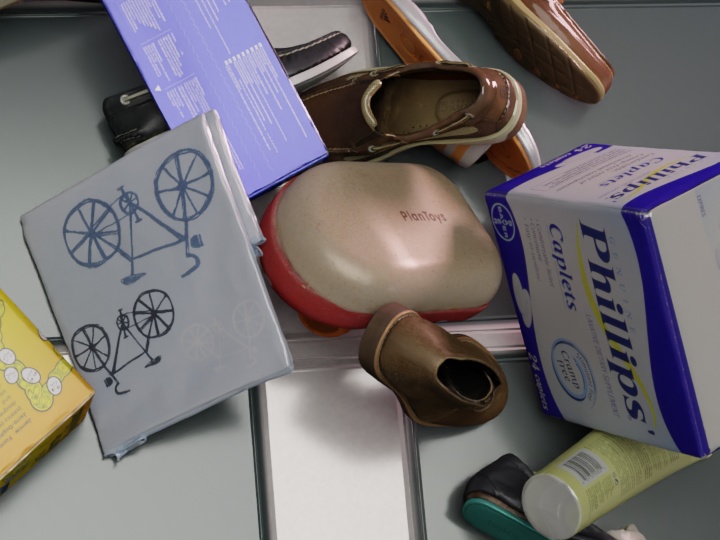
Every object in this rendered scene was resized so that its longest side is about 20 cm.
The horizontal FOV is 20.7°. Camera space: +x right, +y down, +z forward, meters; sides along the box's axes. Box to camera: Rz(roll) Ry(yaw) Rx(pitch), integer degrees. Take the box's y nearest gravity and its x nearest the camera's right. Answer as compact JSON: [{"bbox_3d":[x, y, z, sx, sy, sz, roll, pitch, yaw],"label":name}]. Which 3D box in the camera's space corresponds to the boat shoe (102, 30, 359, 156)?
[{"bbox_3d":[-0.097,-0.143,1.482,0.199,0.076,0.061,-27,89,-17],"label":"boat shoe"}]

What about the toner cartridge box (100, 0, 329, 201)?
[{"bbox_3d":[-0.110,-0.148,1.427,0.095,0.043,0.201,-27,88,-5],"label":"toner cartridge box"}]

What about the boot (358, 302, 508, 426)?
[{"bbox_3d":[0.071,0.083,1.405,0.075,0.200,0.074,26,87,29],"label":"boot"}]

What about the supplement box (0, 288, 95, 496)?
[{"bbox_3d":[-0.293,0.057,1.375,0.109,0.109,0.200,-42,88,-17],"label":"supplement box"}]

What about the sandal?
[{"bbox_3d":[0.055,-0.132,1.515,0.059,0.079,0.207,-38,78,-16],"label":"sandal"}]

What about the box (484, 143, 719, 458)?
[{"bbox_3d":[0.201,0.016,1.407,0.105,0.200,0.185,-24,106,-26],"label":"box"}]

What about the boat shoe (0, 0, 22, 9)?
[{"bbox_3d":[-0.231,-0.239,1.429,0.199,0.065,0.072,-21,81,-16],"label":"boat shoe"}]

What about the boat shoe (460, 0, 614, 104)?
[{"bbox_3d":[0.130,-0.217,1.548,0.200,0.072,0.068,45,74,4],"label":"boat shoe"}]

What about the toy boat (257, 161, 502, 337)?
[{"bbox_3d":[0.000,0.000,1.446,0.199,0.131,0.131,-1,53,-51],"label":"toy boat"}]

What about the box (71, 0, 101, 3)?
[{"bbox_3d":[-0.280,-0.289,1.491,0.199,0.050,0.159,3,77,-11],"label":"box"}]

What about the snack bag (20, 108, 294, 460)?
[{"bbox_3d":[-0.142,0.012,1.405,0.188,0.021,0.201,-26,79,28],"label":"snack bag"}]

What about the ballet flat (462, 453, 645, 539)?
[{"bbox_3d":[0.169,0.203,1.459,0.200,0.073,0.073,35,72,5],"label":"ballet flat"}]

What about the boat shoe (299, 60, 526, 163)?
[{"bbox_3d":[0.017,-0.122,1.449,0.201,0.075,0.075,-9,78,27],"label":"boat shoe"}]

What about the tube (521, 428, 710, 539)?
[{"bbox_3d":[0.193,0.140,1.456,0.200,0.052,0.058,-26,122,-48],"label":"tube"}]
